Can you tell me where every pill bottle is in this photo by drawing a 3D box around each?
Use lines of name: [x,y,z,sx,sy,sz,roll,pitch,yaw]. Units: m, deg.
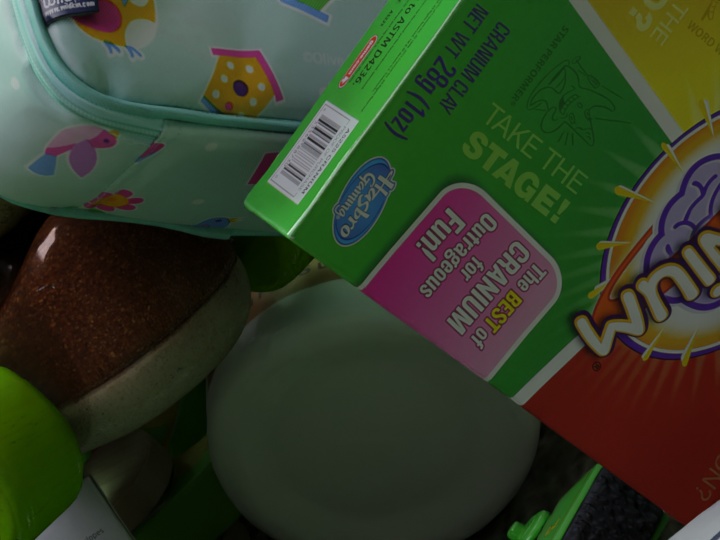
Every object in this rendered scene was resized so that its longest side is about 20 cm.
pill bottle: [0.000,0.000,1.050,0.114,0.114,0.200,-42,28,24]

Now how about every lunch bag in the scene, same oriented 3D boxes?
lunch bag: [-0.037,-0.095,0.873,0.077,0.199,0.161,-38,55,50]

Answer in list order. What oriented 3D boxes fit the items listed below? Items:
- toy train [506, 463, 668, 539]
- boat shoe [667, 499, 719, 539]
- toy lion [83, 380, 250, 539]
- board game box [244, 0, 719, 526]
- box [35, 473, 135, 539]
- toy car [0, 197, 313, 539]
toy train: [0.039,0.132,0.848,0.056,0.042,0.200,-49,4,45]
boat shoe: [0.125,0.097,0.781,0.200,0.071,0.070,-45,25,6]
toy lion: [-0.057,0.025,1.190,0.192,0.069,0.200,-47,26,-3]
board game box: [0.089,-0.022,0.828,0.153,0.200,0.040,-54,26,1]
box: [-0.159,0.154,0.956,0.200,0.041,0.156,-32,-14,-12]
toy car: [-0.136,-0.034,0.910,0.158,0.200,0.164,-17,22,50]
